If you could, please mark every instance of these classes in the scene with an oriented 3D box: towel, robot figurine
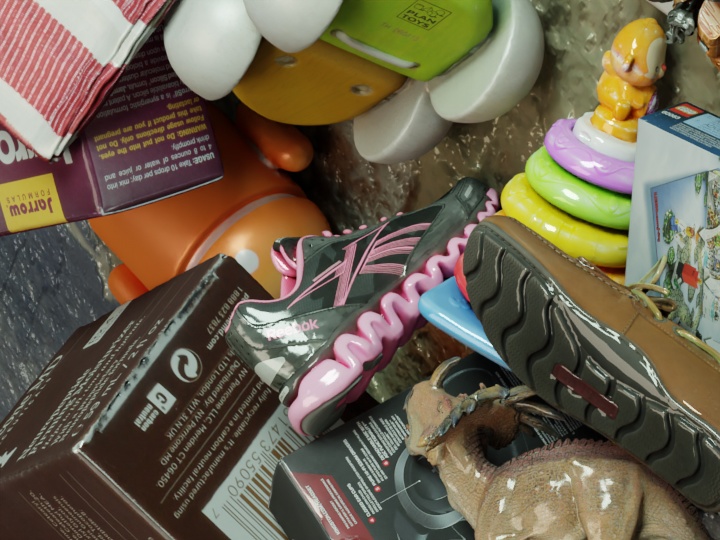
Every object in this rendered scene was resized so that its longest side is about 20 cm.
[{"bbox_3d":[-0.170,-0.177,1.485,0.144,0.023,0.200,40,110,8],"label":"towel"},{"bbox_3d":[-0.094,-0.031,1.694,0.200,0.144,0.117,45,162,26],"label":"robot figurine"}]

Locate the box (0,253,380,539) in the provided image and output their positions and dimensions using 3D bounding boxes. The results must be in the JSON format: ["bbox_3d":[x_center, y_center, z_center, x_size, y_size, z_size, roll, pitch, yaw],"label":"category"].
[{"bbox_3d":[-0.114,0.121,1.618,0.164,0.166,0.200,45,147,-14],"label":"box"}]

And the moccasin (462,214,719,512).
[{"bbox_3d":[0.134,0.037,1.353,0.201,0.078,0.074,34,131,28],"label":"moccasin"}]

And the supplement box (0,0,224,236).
[{"bbox_3d":[-0.179,-0.131,1.585,0.131,0.103,0.201,-10,97,46],"label":"supplement box"}]

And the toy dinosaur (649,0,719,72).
[{"bbox_3d":[0.171,-0.164,1.255,0.136,0.102,0.201,-128,33,-48],"label":"toy dinosaur"}]

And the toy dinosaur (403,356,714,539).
[{"bbox_3d":[0.108,0.117,1.403,0.199,0.086,0.136,4,85,13],"label":"toy dinosaur"}]

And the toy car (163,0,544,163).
[{"bbox_3d":[0.001,-0.159,1.493,0.200,0.175,0.151,-24,51,55],"label":"toy car"}]

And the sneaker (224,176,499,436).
[{"bbox_3d":[0.000,0.000,1.507,0.095,0.200,0.079,38,144,11],"label":"sneaker"}]

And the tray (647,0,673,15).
[{"bbox_3d":[0.110,-0.219,1.407,0.200,0.022,0.108,42,136,33],"label":"tray"}]

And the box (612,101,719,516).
[{"bbox_3d":[0.194,0.031,1.368,0.136,0.038,0.201,30,129,42],"label":"box"}]

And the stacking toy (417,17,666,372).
[{"bbox_3d":[0.123,-0.043,1.430,0.110,0.116,0.201,28,114,18],"label":"stacking toy"}]

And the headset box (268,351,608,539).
[{"bbox_3d":[0.055,0.141,1.500,0.149,0.200,0.077,55,160,18],"label":"headset box"}]
